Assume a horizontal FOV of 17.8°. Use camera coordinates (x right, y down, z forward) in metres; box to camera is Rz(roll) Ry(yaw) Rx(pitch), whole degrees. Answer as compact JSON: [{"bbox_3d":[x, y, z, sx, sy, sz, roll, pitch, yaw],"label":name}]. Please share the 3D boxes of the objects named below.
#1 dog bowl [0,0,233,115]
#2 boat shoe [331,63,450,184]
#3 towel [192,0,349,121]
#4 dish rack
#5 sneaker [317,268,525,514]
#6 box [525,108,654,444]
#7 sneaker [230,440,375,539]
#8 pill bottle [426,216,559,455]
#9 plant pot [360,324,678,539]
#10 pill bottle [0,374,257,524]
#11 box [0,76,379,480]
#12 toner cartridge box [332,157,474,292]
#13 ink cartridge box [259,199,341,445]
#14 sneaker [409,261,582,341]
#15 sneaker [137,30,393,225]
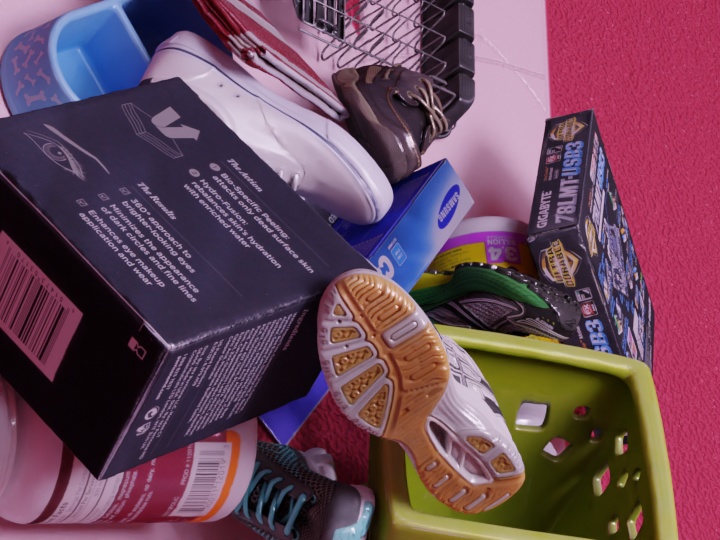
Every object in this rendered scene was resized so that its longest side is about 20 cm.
[{"bbox_3d":[-0.169,-0.147,1.655,0.200,0.049,0.112,-27,86,-50],"label":"dog bowl"},{"bbox_3d":[0.026,-0.123,1.740,0.200,0.073,0.075,-114,-176,-68],"label":"boat shoe"},{"bbox_3d":[-0.099,-0.193,1.681,0.200,0.023,0.144,49,10,29],"label":"towel"},{"bbox_3d":[0.013,-0.213,1.874,0.199,0.054,0.154,24,50,-31],"label":"dish rack"},{"bbox_3d":[0.029,0.064,1.415,0.200,0.075,0.088,56,12,-34],"label":"sneaker"},{"bbox_3d":[0.186,0.005,1.814,0.200,0.049,0.199,-76,148,-58],"label":"box"},{"bbox_3d":[-0.054,0.155,1.510,0.091,0.200,0.078,21,90,-18],"label":"sneaker"},{"bbox_3d":[0.102,0.068,1.746,0.104,0.104,0.201,16,56,-37],"label":"pill bottle"},{"bbox_3d":[0.092,0.175,1.565,0.199,0.182,0.200,9,39,-8],"label":"plant pot"},{"bbox_3d":[-0.175,0.102,1.438,0.199,0.114,0.115,4,63,-34],"label":"pill bottle"},{"bbox_3d":[-0.133,-0.001,1.395,0.197,0.118,0.199,44,36,21],"label":"box"},{"bbox_3d":[0.000,0.000,1.633,0.043,0.095,0.200,56,40,-16],"label":"toner cartridge box"},{"bbox_3d":[-0.065,-0.004,1.675,0.200,0.043,0.198,50,41,-11],"label":"ink cartridge box"},{"bbox_3d":[0.079,0.045,1.659,0.078,0.199,0.086,22,71,-40],"label":"sneaker"},{"bbox_3d":[-0.072,-0.084,1.616,0.199,0.073,0.071,33,57,1],"label":"sneaker"}]
